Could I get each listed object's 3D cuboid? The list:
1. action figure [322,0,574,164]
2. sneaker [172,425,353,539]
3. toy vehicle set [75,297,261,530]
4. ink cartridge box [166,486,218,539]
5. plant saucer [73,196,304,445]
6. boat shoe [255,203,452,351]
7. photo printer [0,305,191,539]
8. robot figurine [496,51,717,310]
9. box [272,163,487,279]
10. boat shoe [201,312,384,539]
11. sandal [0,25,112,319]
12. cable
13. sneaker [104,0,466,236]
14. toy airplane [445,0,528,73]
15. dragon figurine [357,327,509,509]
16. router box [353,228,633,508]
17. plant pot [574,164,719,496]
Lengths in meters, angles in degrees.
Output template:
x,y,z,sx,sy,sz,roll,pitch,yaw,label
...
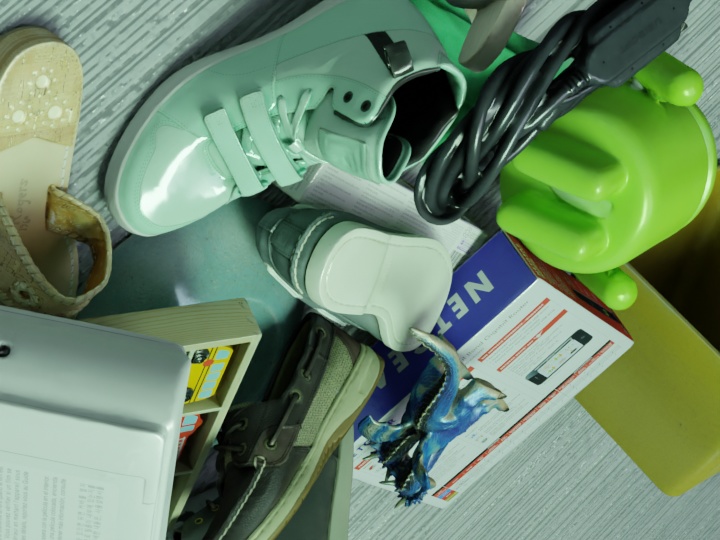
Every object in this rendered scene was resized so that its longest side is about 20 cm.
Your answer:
x,y,z,sx,sy,sz,roll,pitch,yaw,label
0.037,-0.128,0.943,0.119,0.055,0.199,-53,139,4,action figure
-0.063,0.136,1.003,0.105,0.202,0.075,8,145,-11,sneaker
-0.141,0.094,0.888,0.123,0.027,0.201,-8,144,-30,toy vehicle set
-0.133,0.224,1.049,0.199,0.067,0.117,-19,134,-38,ink cartridge box
-0.099,0.051,0.958,0.200,0.039,0.203,-30,139,-30,plant saucer
0.000,0.000,0.975,0.073,0.061,0.200,-66,155,0,boat shoe
-0.189,0.088,0.774,0.070,0.198,0.167,-82,-177,-46,photo printer
0.171,-0.067,1.082,0.199,0.115,0.177,-24,131,-54,robot figurine
0.014,-0.041,1.006,0.042,0.039,0.199,-57,145,7,box
-0.056,0.105,0.930,0.073,0.065,0.200,-44,-172,45,boat shoe
-0.159,-0.012,0.802,0.077,0.069,0.214,-19,133,-37,sandal
0.097,-0.096,0.886,0.200,0.051,0.163,-40,-178,-17,cable
-0.040,-0.069,0.826,0.200,0.118,0.074,-35,128,-2,sneaker
0.108,-0.228,0.859,0.201,0.140,0.200,-63,178,-50,toy airplane
0.038,0.098,0.994,0.100,0.059,0.200,-47,166,-4,dragon figurine
0.079,0.077,1.135,0.200,0.049,0.179,-42,147,12,router box
0.280,0.061,1.289,0.199,0.200,0.177,-21,147,-37,plant pot
